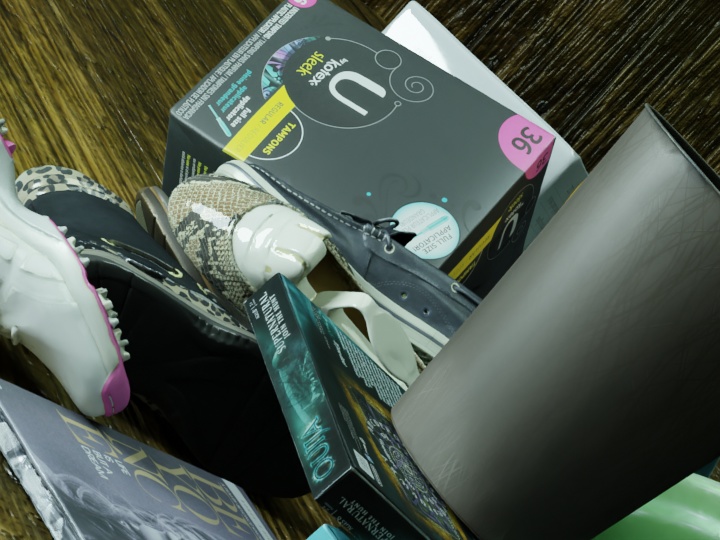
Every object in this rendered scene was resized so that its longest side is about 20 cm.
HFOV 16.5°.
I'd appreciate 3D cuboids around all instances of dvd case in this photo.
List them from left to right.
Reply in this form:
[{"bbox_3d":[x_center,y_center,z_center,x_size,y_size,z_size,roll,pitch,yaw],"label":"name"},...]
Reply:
[{"bbox_3d":[-0.085,0.126,1.157,0.200,0.016,0.149,32,15,-49],"label":"dvd case"}]

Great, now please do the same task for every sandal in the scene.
[{"bbox_3d":[-0.061,0.032,1.414,0.200,0.055,0.082,49,-24,14],"label":"sandal"}]

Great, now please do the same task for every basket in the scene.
[{"bbox_3d":[0.126,0.047,1.236,0.180,0.200,0.136,42,11,-28],"label":"basket"}]

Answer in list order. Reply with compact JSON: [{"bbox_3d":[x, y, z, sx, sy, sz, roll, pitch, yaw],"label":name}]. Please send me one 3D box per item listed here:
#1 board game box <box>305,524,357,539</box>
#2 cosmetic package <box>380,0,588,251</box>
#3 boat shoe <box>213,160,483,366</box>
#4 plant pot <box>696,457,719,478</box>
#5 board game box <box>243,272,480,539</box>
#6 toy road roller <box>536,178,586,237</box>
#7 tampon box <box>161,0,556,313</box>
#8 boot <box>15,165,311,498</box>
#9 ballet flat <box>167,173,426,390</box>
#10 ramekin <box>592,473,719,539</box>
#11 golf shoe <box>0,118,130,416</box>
[{"bbox_3d":[0.052,0.220,1.144,0.151,0.047,0.200,31,20,-55],"label":"board game box"},{"bbox_3d":[0.037,-0.048,1.746,0.165,0.200,0.165,44,2,15],"label":"cosmetic package"},{"bbox_3d":[0.000,0.000,1.427,0.200,0.062,0.075,37,-30,2],"label":"boat shoe"},{"bbox_3d":[0.143,0.095,1.673,0.188,0.200,0.200,30,8,14],"label":"plant pot"},{"bbox_3d":[0.011,0.093,1.229,0.135,0.028,0.200,44,10,-27],"label":"board game box"},{"bbox_3d":[0.153,0.049,1.491,0.123,0.200,0.146,38,-2,-17],"label":"toy road roller"},{"bbox_3d":[-0.005,-0.053,1.577,0.200,0.150,0.126,31,-36,15],"label":"tampon box"},{"bbox_3d":[-0.102,0.028,1.341,0.203,0.074,0.154,38,8,-30],"label":"boot"},{"bbox_3d":[-0.019,0.017,1.353,0.200,0.068,0.075,47,-24,-9],"label":"ballet flat"},{"bbox_3d":[0.147,0.190,1.328,0.199,0.098,0.200,10,24,-5],"label":"ramekin"},{"bbox_3d":[-0.185,-0.006,1.189,0.200,0.091,0.075,57,-17,7],"label":"golf shoe"}]
